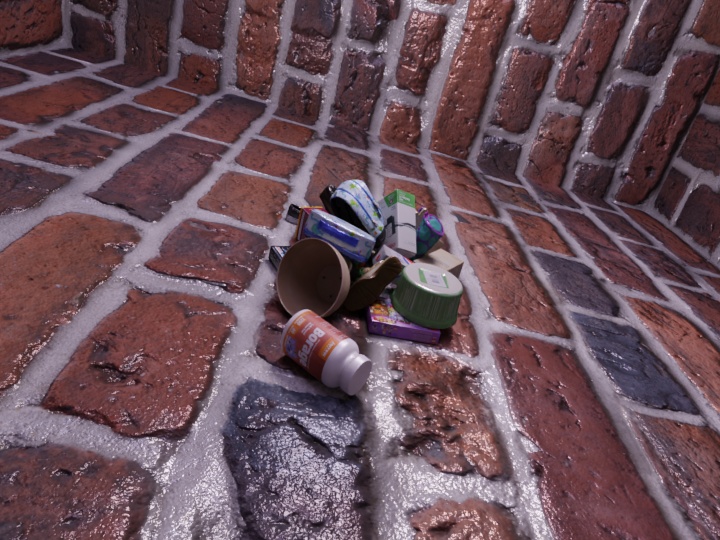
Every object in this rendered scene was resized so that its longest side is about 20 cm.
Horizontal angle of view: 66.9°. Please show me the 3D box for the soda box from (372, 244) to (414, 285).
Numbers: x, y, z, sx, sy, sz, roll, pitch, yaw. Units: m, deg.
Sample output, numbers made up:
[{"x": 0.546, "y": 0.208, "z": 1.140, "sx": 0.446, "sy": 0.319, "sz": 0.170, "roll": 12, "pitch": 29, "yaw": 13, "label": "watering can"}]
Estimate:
[{"x": 0.132, "y": 0.008, "z": 1.636, "sx": 0.196, "sy": 0.069, "sz": 0.064, "roll": 29, "pitch": 24, "yaw": -21, "label": "soda box"}]

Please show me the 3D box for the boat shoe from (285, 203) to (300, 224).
[{"x": -0.163, "y": -0.188, "z": 1.911, "sx": 0.193, "sy": 0.068, "sz": 0.070, "roll": 17, "pitch": 26, "yaw": -1, "label": "boat shoe"}]

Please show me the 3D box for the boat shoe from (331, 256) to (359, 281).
[{"x": -0.087, "y": -0.025, "z": 1.547, "sx": 0.198, "sy": 0.075, "sz": 0.063, "roll": 28, "pitch": -4, "yaw": 37, "label": "boat shoe"}]

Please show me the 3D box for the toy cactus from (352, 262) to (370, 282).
[{"x": 0.000, "y": 0.000, "z": 1.619, "sx": 0.162, "sy": 0.104, "sz": 0.200, "roll": 12, "pitch": 23, "yaw": -45, "label": "toy cactus"}]

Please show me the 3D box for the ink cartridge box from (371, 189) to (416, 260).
[{"x": 0.106, "y": -0.133, "z": 1.761, "sx": 0.081, "sy": 0.145, "sz": 0.207, "roll": 13, "pitch": 66, "yaw": -33, "label": "ink cartridge box"}]

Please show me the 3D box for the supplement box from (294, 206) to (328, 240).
[{"x": -0.122, "y": -0.110, "z": 1.733, "sx": 0.083, "sy": 0.113, "sz": 0.200, "roll": -5, "pitch": 33, "yaw": -35, "label": "supplement box"}]

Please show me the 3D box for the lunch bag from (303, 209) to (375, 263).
[{"x": -0.056, "y": -0.093, "z": 1.472, "sx": 0.195, "sy": 0.085, "sz": 0.161, "roll": 26, "pitch": 4, "yaw": -1, "label": "lunch bag"}]

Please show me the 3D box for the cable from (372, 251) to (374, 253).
[{"x": -0.045, "y": -0.077, "z": 1.597, "sx": 0.193, "sy": 0.052, "sz": 0.098, "roll": 1, "pitch": 38, "yaw": -22, "label": "cable"}]

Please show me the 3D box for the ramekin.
[{"x": 0.189, "y": 0.063, "z": 1.508, "sx": 0.193, "sy": 0.101, "sz": 0.202, "roll": 13, "pitch": 25, "yaw": -6, "label": "ramekin"}]

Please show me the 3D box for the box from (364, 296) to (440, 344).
[{"x": 0.111, "y": 0.132, "z": 1.488, "sx": 0.193, "sy": 0.040, "sz": 0.138, "roll": 11, "pitch": 26, "yaw": -11, "label": "box"}]

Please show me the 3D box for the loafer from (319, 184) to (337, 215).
[{"x": -0.087, "y": -0.191, "z": 1.882, "sx": 0.070, "sy": 0.207, "sz": 0.072, "roll": -20, "pitch": -5, "yaw": 31, "label": "loafer"}]

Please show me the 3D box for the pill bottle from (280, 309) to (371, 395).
[{"x": -0.074, "y": 0.181, "z": 1.196, "sx": 0.197, "sy": 0.115, "sz": 0.111, "roll": 30, "pitch": 29, "yaw": 27, "label": "pill bottle"}]

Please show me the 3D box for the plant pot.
[{"x": -0.104, "y": 0.029, "z": 1.417, "sx": 0.197, "sy": 0.205, "sz": 0.134, "roll": 29, "pitch": 6, "yaw": 26, "label": "plant pot"}]

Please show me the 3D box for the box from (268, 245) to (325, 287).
[{"x": -0.161, "y": -0.006, "z": 1.583, "sx": 0.155, "sy": 0.047, "sz": 0.200, "roll": -1, "pitch": 32, "yaw": -33, "label": "box"}]

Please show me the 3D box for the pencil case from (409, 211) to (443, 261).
[{"x": 0.186, "y": -0.093, "z": 1.777, "sx": 0.093, "sy": 0.200, "sz": 0.085, "roll": 49, "pitch": 38, "yaw": 7, "label": "pencil case"}]

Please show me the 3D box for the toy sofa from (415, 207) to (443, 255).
[{"x": 0.204, "y": -0.138, "z": 1.880, "sx": 0.097, "sy": 0.202, "sz": 0.083, "roll": -36, "pitch": 38, "yaw": -2, "label": "toy sofa"}]

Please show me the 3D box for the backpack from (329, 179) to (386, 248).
[{"x": -0.012, "y": -0.182, "z": 1.707, "sx": 0.199, "sy": 0.157, "sz": 0.161, "roll": 38, "pitch": -12, "yaw": -32, "label": "backpack"}]

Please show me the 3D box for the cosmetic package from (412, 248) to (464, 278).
[{"x": 0.249, "y": 0.001, "z": 1.789, "sx": 0.102, "sy": 0.075, "sz": 0.198, "roll": 30, "pitch": 28, "yaw": 25, "label": "cosmetic package"}]

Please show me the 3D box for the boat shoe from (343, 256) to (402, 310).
[{"x": 0.030, "y": 0.038, "z": 1.496, "sx": 0.198, "sy": 0.075, "sz": 0.066, "roll": -36, "pitch": 7, "yaw": -14, "label": "boat shoe"}]
